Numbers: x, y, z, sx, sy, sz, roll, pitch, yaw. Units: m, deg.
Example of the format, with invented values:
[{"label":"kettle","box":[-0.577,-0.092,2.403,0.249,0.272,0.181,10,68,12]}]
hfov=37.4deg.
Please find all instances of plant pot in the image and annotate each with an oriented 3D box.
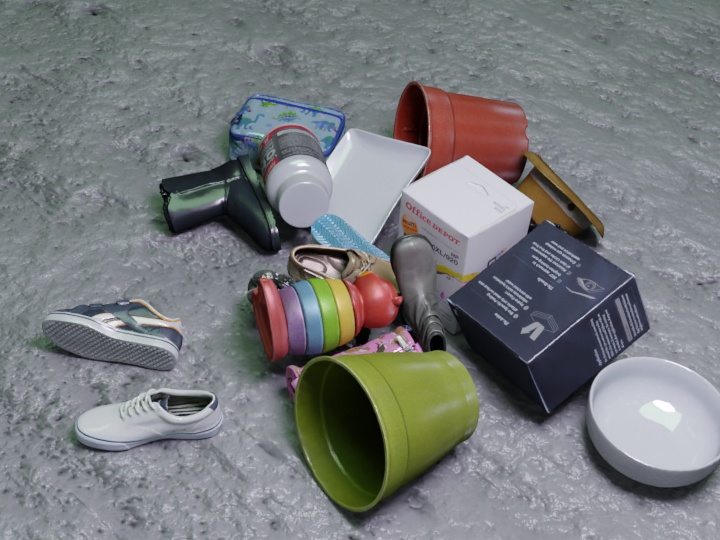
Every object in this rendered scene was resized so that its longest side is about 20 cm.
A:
[{"label":"plant pot","box":[0.047,0.190,1.402,0.192,0.201,0.200,-13,44,-36]},{"label":"plant pot","box":[0.177,-0.224,1.856,0.194,0.202,0.201,1,42,-15]}]

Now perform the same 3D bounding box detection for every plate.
[{"label":"plate","box":[0.003,-0.136,1.775,0.199,0.032,0.201,21,72,42]}]

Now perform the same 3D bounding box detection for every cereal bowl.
[{"label":"cereal bowl","box":[0.404,0.218,1.463,0.199,0.084,0.201,2,43,-2]}]

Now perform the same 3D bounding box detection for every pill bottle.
[{"label":"pill bottle","box":[-0.105,-0.154,1.742,0.110,0.111,0.200,-4,32,-10]}]

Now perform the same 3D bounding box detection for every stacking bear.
[{"label":"stacking bear","box":[-0.041,0.056,1.509,0.199,0.121,0.114,-11,79,-15]}]

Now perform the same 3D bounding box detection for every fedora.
[{"label":"fedora","box":[0.320,-0.110,1.780,0.082,0.200,0.201,-43,48,13]}]

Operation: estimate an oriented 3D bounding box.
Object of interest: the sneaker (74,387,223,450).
[{"label":"sneaker","box":[-0.287,0.191,1.440,0.199,0.071,0.073,-6,43,-11]}]

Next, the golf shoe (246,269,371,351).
[{"label":"golf shoe","box":[-0.075,0.056,1.600,0.199,0.088,0.078,29,87,-5]}]

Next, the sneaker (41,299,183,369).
[{"label":"sneaker","box":[-0.356,0.085,1.547,0.199,0.079,0.080,15,47,-5]}]

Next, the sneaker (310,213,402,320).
[{"label":"sneaker","box":[0.000,0.000,1.670,0.076,0.081,0.200,-38,77,-18]}]

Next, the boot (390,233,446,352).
[{"label":"boot","box":[0.096,0.055,1.531,0.067,0.201,0.131,-14,40,-6]}]

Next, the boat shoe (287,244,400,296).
[{"label":"boat shoe","box":[-0.011,0.004,1.590,0.199,0.065,0.072,8,70,-4]}]

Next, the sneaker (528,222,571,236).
[{"label":"sneaker","box":[0.321,-0.026,1.717,0.199,0.091,0.076,20,42,14]}]

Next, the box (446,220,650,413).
[{"label":"box","box":[0.268,0.061,1.525,0.200,0.118,0.197,-37,39,-10]}]

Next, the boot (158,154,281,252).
[{"label":"boot","box":[-0.233,-0.090,1.751,0.167,0.077,0.201,-20,62,-9]}]

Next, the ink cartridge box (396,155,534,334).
[{"label":"ink cartridge box","box":[0.152,-0.041,1.635,0.144,0.201,0.147,-29,52,-32]}]

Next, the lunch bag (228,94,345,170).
[{"label":"lunch bag","box":[-0.132,-0.244,1.923,0.199,0.083,0.161,14,41,9]}]

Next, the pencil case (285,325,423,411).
[{"label":"pencil case","box":[-0.008,0.144,1.503,0.199,0.087,0.083,-18,36,-19]}]
